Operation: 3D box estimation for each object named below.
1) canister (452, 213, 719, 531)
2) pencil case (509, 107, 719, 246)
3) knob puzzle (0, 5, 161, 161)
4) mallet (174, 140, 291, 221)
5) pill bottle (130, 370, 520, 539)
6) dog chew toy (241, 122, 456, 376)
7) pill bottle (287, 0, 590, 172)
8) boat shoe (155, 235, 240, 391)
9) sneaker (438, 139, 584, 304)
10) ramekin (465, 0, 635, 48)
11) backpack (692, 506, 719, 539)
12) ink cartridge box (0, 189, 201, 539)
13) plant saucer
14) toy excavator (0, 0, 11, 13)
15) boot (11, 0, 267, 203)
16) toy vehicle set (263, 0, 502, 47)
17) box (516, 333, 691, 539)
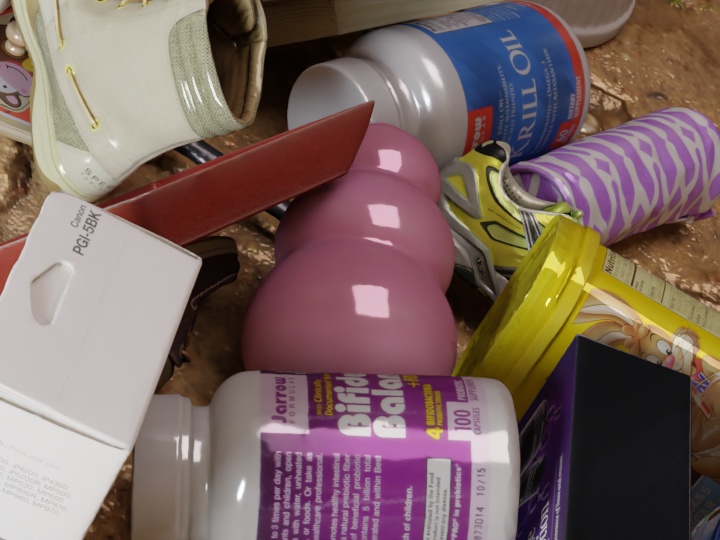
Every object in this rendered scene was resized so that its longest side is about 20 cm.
[{"bbox_3d":[0.167,0.076,1.342,0.199,0.149,0.087,29,36,-4],"label":"canister"},{"bbox_3d":[0.171,-0.052,1.540,0.199,0.084,0.086,-20,104,-43],"label":"pencil case"},{"bbox_3d":[-0.192,-0.144,1.444,0.218,0.031,0.220,18,41,-16],"label":"knob puzzle"},{"bbox_3d":[-0.035,-0.036,1.417,0.200,0.041,0.066,39,39,11],"label":"mallet"},{"bbox_3d":[-0.021,0.109,1.193,0.198,0.113,0.113,2,44,-6],"label":"pill bottle"},{"bbox_3d":[0.000,0.000,1.313,0.124,0.125,0.201,18,56,-14],"label":"dog chew toy"},{"bbox_3d":[0.051,-0.111,1.496,0.199,0.113,0.112,-18,59,-42],"label":"pill bottle"},{"bbox_3d":[-0.131,0.036,1.273,0.200,0.072,0.072,-27,95,-55],"label":"boat shoe"},{"bbox_3d":[0.122,0.004,1.424,0.200,0.076,0.075,44,19,-2],"label":"sneaker"},{"bbox_3d":[0.138,-0.271,1.737,0.201,0.094,0.203,18,40,-16],"label":"ramekin"},{"bbox_3d":[0.249,0.202,1.232,0.199,0.154,0.191,23,55,-10],"label":"backpack"},{"bbox_3d":[-0.160,0.086,1.081,0.082,0.200,0.147,25,39,-7],"label":"ink cartridge box"},{"bbox_3d":[-0.113,-0.031,1.272,0.199,0.199,0.037,-26,97,-46],"label":"plant saucer"},{"bbox_3d":[-0.278,-0.168,1.364,0.199,0.100,0.195,15,43,-23],"label":"toy excavator"},{"bbox_3d":[-0.132,-0.154,1.349,0.072,0.154,0.201,14,61,-50],"label":"boot"},{"bbox_3d":[0.011,-0.182,1.548,0.199,0.124,0.027,-17,99,-42],"label":"toy vehicle set"},{"bbox_3d":[0.116,0.157,1.226,0.078,0.142,0.201,19,40,-8],"label":"box"}]
